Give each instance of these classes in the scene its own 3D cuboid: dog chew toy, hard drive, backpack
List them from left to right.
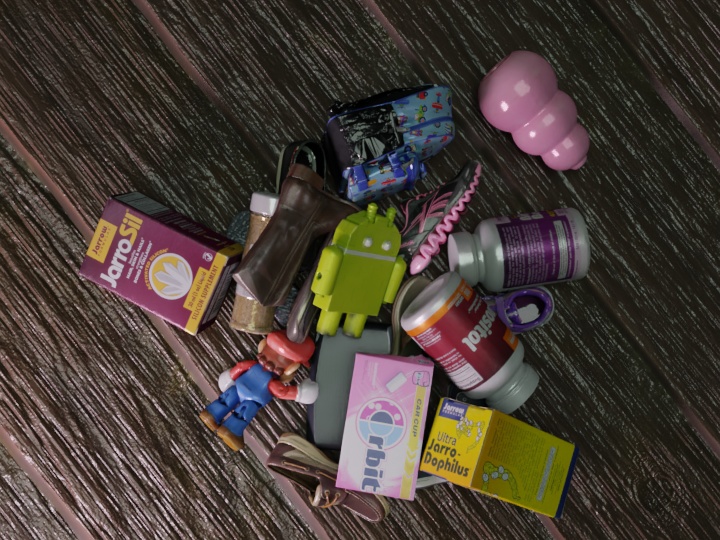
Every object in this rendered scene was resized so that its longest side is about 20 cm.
[{"bbox_3d":[-0.013,0.177,1.433,0.133,0.042,0.203,6,87,-2],"label":"hard drive"},{"bbox_3d":[0.052,-0.190,1.386,0.198,0.183,0.136,-19,84,-9],"label":"backpack"},{"bbox_3d":[0.272,-0.235,1.431,0.125,0.125,0.200,-44,99,-4],"label":"dog chew toy"}]

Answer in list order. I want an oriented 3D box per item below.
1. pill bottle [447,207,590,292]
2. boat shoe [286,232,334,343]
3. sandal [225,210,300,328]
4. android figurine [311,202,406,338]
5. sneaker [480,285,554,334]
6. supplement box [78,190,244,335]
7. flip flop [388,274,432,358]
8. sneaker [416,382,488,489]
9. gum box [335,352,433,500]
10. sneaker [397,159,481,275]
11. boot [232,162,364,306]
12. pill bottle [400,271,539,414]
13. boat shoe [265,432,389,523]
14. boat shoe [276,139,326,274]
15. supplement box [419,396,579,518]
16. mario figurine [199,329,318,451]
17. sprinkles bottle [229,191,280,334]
[{"bbox_3d":[0.236,-0.028,1.416,0.197,0.112,0.114,-8,88,-6],"label":"pill bottle"},{"bbox_3d":[-0.046,0.023,1.403,0.073,0.074,0.202,28,67,-9],"label":"boat shoe"},{"bbox_3d":[-0.143,0.003,1.441,0.075,0.043,0.202,-28,98,4],"label":"sandal"},{"bbox_3d":[0.000,0.000,1.362,0.041,0.181,0.202,26,99,37],"label":"android figurine"},{"bbox_3d":[0.207,0.072,1.426,0.198,0.088,0.082,-19,90,-2],"label":"sneaker"},{"bbox_3d":[-0.288,-0.014,1.379,0.198,0.103,0.132,26,102,5],"label":"supplement box"},{"bbox_3d":[0.081,0.107,1.411,0.081,0.057,0.203,25,73,-35],"label":"flip flop"},{"bbox_3d":[0.112,0.246,1.411,0.199,0.077,0.148,-5,99,-12],"label":"sneaker"},{"bbox_3d":[0.037,0.215,1.346,0.112,0.066,0.203,9,87,4],"label":"gum box"},{"bbox_3d":[0.110,-0.096,1.442,0.095,0.079,0.201,35,85,11],"label":"sneaker"},{"bbox_3d":[-0.079,-0.021,1.333,0.186,0.064,0.202,36,69,-35],"label":"boot"},{"bbox_3d":[0.161,0.108,1.348,0.113,0.113,0.200,-44,98,-4],"label":"pill bottle"},{"bbox_3d":[-0.052,0.324,1.398,0.199,0.072,0.072,35,50,3],"label":"boat shoe"},{"bbox_3d":[-0.090,-0.098,1.416,0.073,0.063,0.205,7,80,-36],"label":"boat shoe"},{"bbox_3d":[0.200,0.268,1.335,0.199,0.108,0.111,27,77,-35],"label":"supplement box"},{"bbox_3d":[-0.141,0.177,1.408,0.124,0.106,0.200,45,75,-6],"label":"mario figurine"},{"bbox_3d":[-0.142,-0.011,1.371,0.067,0.068,0.203,11,96,-2],"label":"sprinkles bottle"}]
